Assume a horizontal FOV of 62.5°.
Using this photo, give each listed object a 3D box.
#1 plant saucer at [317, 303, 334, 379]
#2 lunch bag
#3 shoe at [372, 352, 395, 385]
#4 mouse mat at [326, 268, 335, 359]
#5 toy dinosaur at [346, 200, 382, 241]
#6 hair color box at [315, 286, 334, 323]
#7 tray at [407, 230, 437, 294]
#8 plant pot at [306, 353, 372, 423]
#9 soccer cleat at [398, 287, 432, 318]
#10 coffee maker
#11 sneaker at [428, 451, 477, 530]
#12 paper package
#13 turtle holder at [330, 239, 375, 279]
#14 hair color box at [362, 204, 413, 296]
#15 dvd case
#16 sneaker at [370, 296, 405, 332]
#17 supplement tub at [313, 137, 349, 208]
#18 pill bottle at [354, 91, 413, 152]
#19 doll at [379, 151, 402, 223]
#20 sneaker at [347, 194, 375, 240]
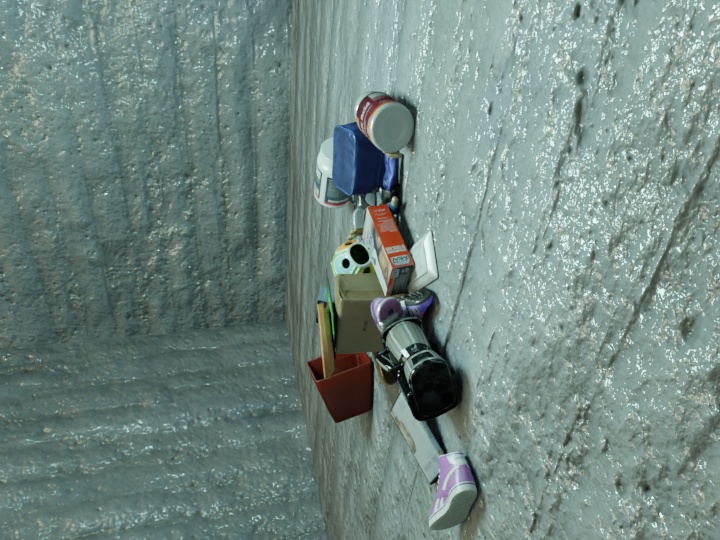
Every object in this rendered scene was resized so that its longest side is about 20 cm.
[{"bbox_3d":[-0.095,0.195,1.637,0.200,0.031,0.208,173,90,-84],"label":"plant saucer"},{"bbox_3d":[0.005,-0.305,1.653,0.136,0.129,0.206,41,135,49],"label":"lunch bag"},{"bbox_3d":[0.058,0.229,1.709,0.053,0.068,0.207,145,118,-64],"label":"shoe"},{"bbox_3d":[-0.082,0.117,1.623,0.203,0.007,0.165,-104,11,-51],"label":"mouse mat"},{"bbox_3d":[0.048,-0.141,1.613,0.057,0.202,0.102,14,152,53],"label":"toy dinosaur"},{"bbox_3d":[-0.034,0.123,1.783,0.062,0.193,0.101,-76,-3,-47],"label":"hair color box"},{"bbox_3d":[0.136,-0.014,1.417,0.200,0.021,0.111,133,130,-72],"label":"tray"},{"bbox_3d":[-0.056,0.393,2.022,0.200,0.194,0.182,-146,40,-72],"label":"plant pot"},{"bbox_3d":[0.132,0.092,1.412,0.075,0.067,0.200,61,161,1],"label":"soccer cleat"},{"bbox_3d":[0.140,0.228,1.308,0.193,0.134,0.201,47,-174,-27],"label":"coffee maker"},{"bbox_3d":[0.189,0.464,1.264,0.116,0.070,0.204,-104,26,-46],"label":"sneaker"},{"bbox_3d":[0.020,0.114,1.587,0.105,0.183,0.205,-104,16,-50],"label":"paper package"},{"bbox_3d":[-0.011,-0.003,1.782,0.132,0.136,0.192,119,145,-63],"label":"turtle holder"},{"bbox_3d":[0.065,-0.052,1.493,0.113,0.062,0.204,101,154,-50],"label":"hair color box"},{"bbox_3d":[0.138,0.399,1.418,0.203,0.017,0.144,58,154,25],"label":"dvd case"},{"bbox_3d":[0.080,0.141,1.421,0.088,0.080,0.204,25,146,58],"label":"sneaker"},{"bbox_3d":[-0.083,-0.323,1.978,0.203,0.135,0.144,104,157,-51],"label":"supplement tub"},{"bbox_3d":[0.051,-0.375,1.467,0.201,0.110,0.118,-120,29,-60],"label":"pill bottle"},{"bbox_3d":[0.078,-0.205,1.545,0.137,0.047,0.207,-121,30,-63],"label":"doll"},{"bbox_3d":[0.004,-0.193,1.808,0.114,0.073,0.208,176,95,-77],"label":"sneaker"}]
